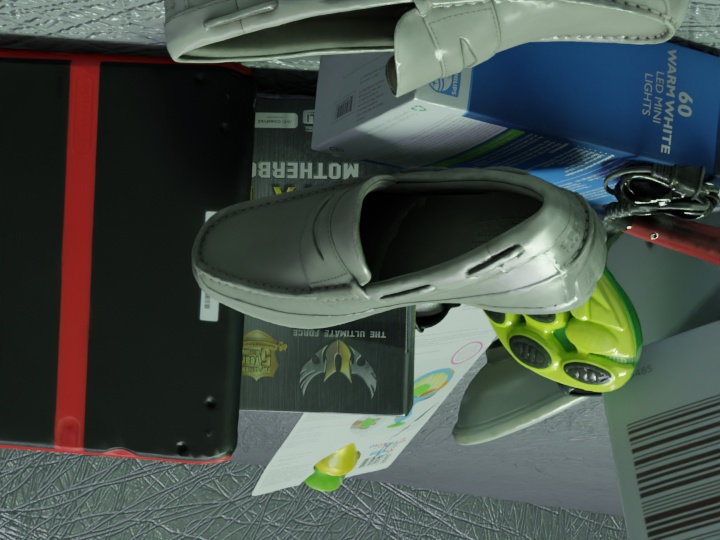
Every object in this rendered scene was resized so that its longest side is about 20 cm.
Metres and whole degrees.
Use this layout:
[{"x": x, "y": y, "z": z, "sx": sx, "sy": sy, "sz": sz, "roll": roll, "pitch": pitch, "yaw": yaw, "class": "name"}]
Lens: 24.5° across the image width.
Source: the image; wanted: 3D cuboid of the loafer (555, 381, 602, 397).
[{"x": 0.198, "y": 0.052, "z": 0.979, "sx": 0.199, "sy": 0.071, "sz": 0.068, "roll": 4, "pitch": 147, "yaw": -20, "class": "loafer"}]

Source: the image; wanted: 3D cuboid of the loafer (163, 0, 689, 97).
[{"x": 0.024, "y": -0.098, "z": 0.625, "sx": 0.199, "sy": 0.070, "sz": 0.070, "roll": 4, "pitch": 168, "yaw": 4, "class": "loafer"}]

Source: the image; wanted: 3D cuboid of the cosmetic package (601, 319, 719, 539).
[{"x": 0.243, "y": 0.122, "z": 0.826, "sx": 0.164, "sy": 0.166, "sz": 0.200, "roll": -22, "pitch": 151, "yaw": 27, "class": "cosmetic package"}]

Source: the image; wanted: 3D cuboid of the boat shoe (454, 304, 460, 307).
[{"x": 0.083, "y": 0.011, "z": 1.143, "sx": 0.062, "sy": 0.074, "sz": 0.200, "roll": -5, "pitch": 178, "yaw": 8, "class": "boat shoe"}]

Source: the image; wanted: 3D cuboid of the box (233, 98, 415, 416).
[{"x": -0.070, "y": -0.009, "z": 0.849, "sx": 0.199, "sy": 0.159, "sz": 0.048, "roll": 2, "pitch": -177, "yaw": 7, "class": "box"}]

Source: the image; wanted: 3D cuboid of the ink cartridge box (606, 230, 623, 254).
[{"x": 0.242, "y": -0.018, "z": 0.984, "sx": 0.145, "sy": 0.048, "sz": 0.200, "roll": 11, "pitch": 144, "yaw": -27, "class": "ink cartridge box"}]

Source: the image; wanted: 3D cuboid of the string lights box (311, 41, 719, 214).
[{"x": 0.089, "y": -0.071, "z": 0.756, "sx": 0.199, "sy": 0.059, "sz": 0.103, "roll": 11, "pitch": 167, "yaw": -26, "class": "string lights box"}]

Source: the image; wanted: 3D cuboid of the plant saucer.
[{"x": 0.143, "y": 0.052, "z": 1.138, "sx": 0.199, "sy": 0.050, "sz": 0.200, "roll": -28, "pitch": -179, "yaw": 1, "class": "plant saucer"}]

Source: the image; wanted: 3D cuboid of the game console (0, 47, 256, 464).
[{"x": -0.143, "y": -0.008, "z": 0.823, "sx": 0.176, "sy": 0.201, "sz": 0.031, "roll": 3, "pitch": -175, "yaw": 1, "class": "game console"}]

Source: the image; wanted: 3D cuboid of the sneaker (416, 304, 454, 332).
[{"x": 0.000, "y": 0.000, "z": 0.912, "sx": 0.199, "sy": 0.076, "sz": 0.091, "roll": -20, "pitch": -140, "yaw": -20, "class": "sneaker"}]

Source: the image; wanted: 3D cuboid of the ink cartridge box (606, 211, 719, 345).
[{"x": 0.253, "y": 0.007, "z": 0.895, "sx": 0.199, "sy": 0.085, "sz": 0.145, "roll": 10, "pitch": 145, "yaw": -16, "class": "ink cartridge box"}]

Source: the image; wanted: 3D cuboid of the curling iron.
[{"x": 0.188, "y": -0.007, "z": 0.766, "sx": 0.199, "sy": 0.026, "sz": 0.049, "roll": 21, "pitch": 157, "yaw": -35, "class": "curling iron"}]

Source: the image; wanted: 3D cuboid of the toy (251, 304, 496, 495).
[{"x": 0.008, "y": 0.066, "z": 1.052, "sx": 0.115, "sy": 0.047, "sz": 0.200, "roll": -6, "pitch": 141, "yaw": -36, "class": "toy"}]

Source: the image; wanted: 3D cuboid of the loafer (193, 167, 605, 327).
[{"x": 0.008, "y": -0.016, "z": 0.732, "sx": 0.199, "sy": 0.070, "sz": 0.070, "roll": -4, "pitch": 152, "yaw": 27, "class": "loafer"}]

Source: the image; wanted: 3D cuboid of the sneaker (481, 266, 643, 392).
[{"x": 0.088, "y": -0.017, "z": 0.849, "sx": 0.083, "sy": 0.074, "sz": 0.200, "roll": -5, "pitch": -142, "yaw": -33, "class": "sneaker"}]
